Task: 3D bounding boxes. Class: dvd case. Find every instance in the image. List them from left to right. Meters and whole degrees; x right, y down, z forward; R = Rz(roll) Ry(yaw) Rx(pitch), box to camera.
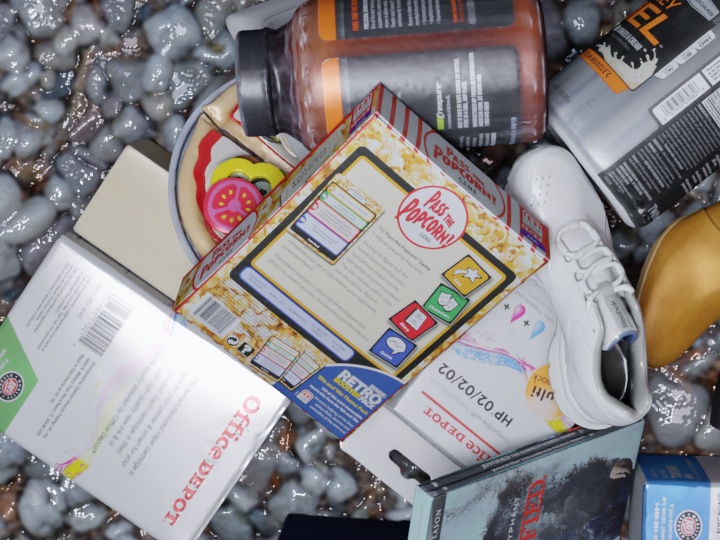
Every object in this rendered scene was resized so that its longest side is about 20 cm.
[{"bbox_3d":[0.110,0.184,1.161,0.200,0.022,0.146,-13,123,-35],"label":"dvd case"}]

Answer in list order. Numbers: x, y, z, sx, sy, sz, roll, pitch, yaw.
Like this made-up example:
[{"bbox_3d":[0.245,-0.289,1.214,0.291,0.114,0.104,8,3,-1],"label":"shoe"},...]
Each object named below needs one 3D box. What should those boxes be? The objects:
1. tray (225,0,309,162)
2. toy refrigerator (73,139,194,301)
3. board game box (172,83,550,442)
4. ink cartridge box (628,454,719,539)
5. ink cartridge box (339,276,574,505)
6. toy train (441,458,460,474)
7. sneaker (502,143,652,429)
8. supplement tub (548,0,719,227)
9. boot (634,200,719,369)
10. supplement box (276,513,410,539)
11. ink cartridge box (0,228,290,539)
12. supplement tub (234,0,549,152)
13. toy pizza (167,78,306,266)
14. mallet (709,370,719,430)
[{"bbox_3d":[-0.003,-0.115,1.172,0.107,0.022,0.200,-24,79,-21],"label":"tray"},{"bbox_3d":[-0.098,-0.007,1.211,0.200,0.070,0.076,34,100,1],"label":"toy refrigerator"},{"bbox_3d":[0.000,0.000,1.090,0.151,0.046,0.200,40,116,-17],"label":"board game box"},{"bbox_3d":[0.295,0.213,1.206,0.200,0.084,0.145,1,97,2],"label":"ink cartridge box"},{"bbox_3d":[0.091,0.081,1.181,0.115,0.068,0.200,39,85,-13],"label":"ink cartridge box"},{"bbox_3d":[0.079,0.123,1.232,0.046,0.034,0.200,-8,96,0],"label":"toy train"},{"bbox_3d":[0.154,0.010,1.113,0.074,0.087,0.200,-21,97,-14],"label":"sneaker"},{"bbox_3d":[0.229,-0.134,1.153,0.200,0.123,0.123,-39,93,5],"label":"supplement tub"},{"bbox_3d":[0.280,-0.008,1.137,0.071,0.144,0.201,42,75,-40],"label":"boot"},{"bbox_3d":[-0.010,0.288,1.217,0.109,0.110,0.200,3,96,3],"label":"supplement box"},{"bbox_3d":[-0.164,0.084,1.214,0.200,0.084,0.145,34,98,-1],"label":"ink cartridge box"},{"bbox_3d":[0.020,-0.130,1.102,0.200,0.107,0.107,-3,96,2],"label":"supplement tub"},{"bbox_3d":[-0.034,-0.057,1.174,0.200,0.032,0.201,5,70,-12],"label":"toy pizza"},{"bbox_3d":[0.350,0.114,1.219,0.200,0.041,0.066,21,96,-3],"label":"mallet"}]
